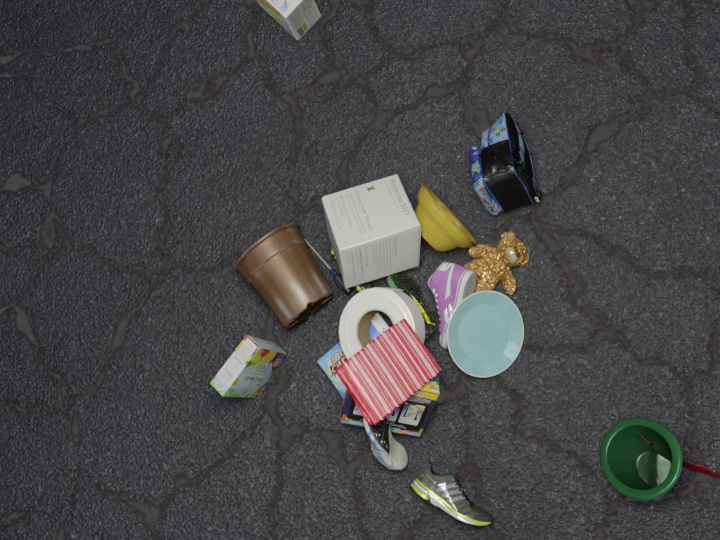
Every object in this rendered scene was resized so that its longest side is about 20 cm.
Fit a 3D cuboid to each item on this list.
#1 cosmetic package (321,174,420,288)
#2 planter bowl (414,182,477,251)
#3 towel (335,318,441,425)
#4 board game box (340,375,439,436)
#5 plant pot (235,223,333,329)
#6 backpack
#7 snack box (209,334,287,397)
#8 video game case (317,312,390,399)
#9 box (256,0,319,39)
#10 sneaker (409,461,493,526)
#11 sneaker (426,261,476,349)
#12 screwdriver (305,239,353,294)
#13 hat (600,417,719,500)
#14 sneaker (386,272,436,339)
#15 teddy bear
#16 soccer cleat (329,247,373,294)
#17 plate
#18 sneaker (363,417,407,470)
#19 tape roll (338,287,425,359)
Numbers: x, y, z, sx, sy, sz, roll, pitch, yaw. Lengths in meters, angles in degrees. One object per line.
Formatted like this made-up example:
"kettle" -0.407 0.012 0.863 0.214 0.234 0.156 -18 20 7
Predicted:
"cosmetic package" 0.027 -0.093 1.456 0.195 0.168 0.170 -17 57 -6
"planter bowl" 0.185 -0.108 1.452 0.083 0.200 0.202 -43 72 14
"towel" 0.059 0.216 1.299 0.198 0.023 0.146 -34 80 -19
"board game box" 0.064 0.293 1.375 0.195 0.168 0.057 12 38 -6
"plant pot" -0.180 0.024 1.513 0.199 0.200 0.200 -37 79 3
"backpack" 0.341 -0.264 1.455 0.132 0.182 0.205 -17 59 26
"snack box" -0.268 0.238 1.474 0.053 0.200 0.143 38 88 17
"video game case" 0.021 0.232 1.488 0.199 0.045 0.182 -41 71 3
"box" -0.223 -0.783 1.735 0.101 0.113 0.200 -44 71 0
"sneaker" 0.212 0.508 1.369 0.197 0.074 0.082 25 81 16
"sneaker" 0.205 0.079 1.458 0.113 0.072 0.205 23 106 35
"screwdriver" -0.088 -0.015 1.573 0.028 0.029 0.200 -42 77 1
"hat" 0.647 0.434 1.307 0.168 0.175 0.199 -58 35 -2
"sneaker" 0.107 0.088 1.482 0.085 0.077 0.203 -50 51 38
"teddy bear" 0.314 -0.004 1.457 0.196 0.067 0.148 -19 76 10
"soccer cleat" 0.000 0.000 1.535 0.080 0.068 0.202 -35 71 -3
"plate" 0.290 0.147 1.418 0.195 0.026 0.206 -1 96 -13
"sneaker" 0.045 0.391 1.378 0.071 0.202 0.073 -7 39 27
"tape roll" 0.050 0.141 1.412 0.198 0.070 0.208 -1 88 28
